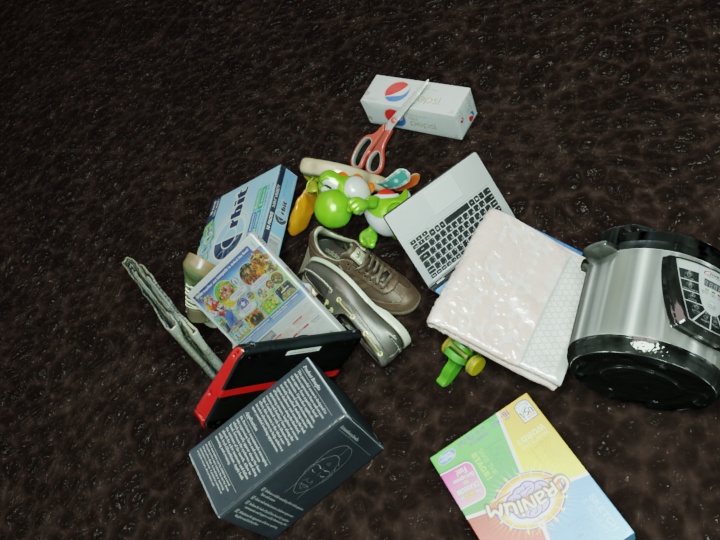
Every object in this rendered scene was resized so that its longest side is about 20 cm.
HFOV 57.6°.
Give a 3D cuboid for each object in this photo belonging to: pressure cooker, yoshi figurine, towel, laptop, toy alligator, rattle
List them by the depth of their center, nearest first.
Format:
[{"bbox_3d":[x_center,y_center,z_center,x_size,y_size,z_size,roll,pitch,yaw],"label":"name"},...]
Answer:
[{"bbox_3d":[0.348,0.046,0.783,0.178,0.176,0.200,8,62,30],"label":"pressure cooker"},{"bbox_3d":[0.214,0.033,0.873,0.191,0.032,0.200,28,65,11],"label":"towel"},{"bbox_3d":[0.174,0.080,0.912,0.200,0.054,0.059,-44,53,-8],"label":"toy alligator"},{"bbox_3d":[0.174,-0.050,0.934,0.187,0.200,0.116,-36,10,-19],"label":"laptop"},{"bbox_3d":[-0.277,0.082,1.017,0.035,0.200,0.193,-38,51,-11],"label":"towel"},{"bbox_3d":[0.010,-0.081,1.020,0.200,0.112,0.113,28,113,8],"label":"yoshi figurine"},{"bbox_3d":[-0.013,-0.116,1.114,0.199,0.130,0.143,15,75,2],"label":"rattle"}]

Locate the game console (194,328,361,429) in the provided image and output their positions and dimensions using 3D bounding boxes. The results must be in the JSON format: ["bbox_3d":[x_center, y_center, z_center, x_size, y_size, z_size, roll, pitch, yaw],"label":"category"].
[{"bbox_3d":[-0.111,0.143,0.882,0.031,0.200,0.177,55,130,30],"label":"game console"}]

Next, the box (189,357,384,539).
[{"bbox_3d":[-0.094,0.238,0.868,0.200,0.149,0.107,-38,53,-3],"label":"box"}]

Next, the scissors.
[{"bbox_3d":[0.047,-0.259,1.156,0.073,0.014,0.200,39,109,32],"label":"scissors"}]

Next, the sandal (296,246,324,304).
[{"bbox_3d":[-0.074,0.019,1.060,0.082,0.055,0.200,-3,58,22],"label":"sandal"}]

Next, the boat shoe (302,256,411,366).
[{"bbox_3d":[-0.018,0.058,0.972,0.201,0.072,0.061,40,70,18],"label":"boat shoe"}]

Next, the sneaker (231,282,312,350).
[{"bbox_3d":[-0.140,0.094,1.000,0.199,0.079,0.130,-19,65,43],"label":"sneaker"}]

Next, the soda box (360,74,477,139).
[{"bbox_3d":[0.103,-0.296,1.179,0.200,0.064,0.068,18,68,32],"label":"soda box"}]

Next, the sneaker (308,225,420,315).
[{"bbox_3d":[0.000,0.000,1.000,0.200,0.076,0.071,28,69,17],"label":"sneaker"}]

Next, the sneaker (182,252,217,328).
[{"bbox_3d":[-0.244,0.043,1.040,0.067,0.200,0.090,24,78,9],"label":"sneaker"}]

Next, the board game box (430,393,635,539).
[{"bbox_3d":[0.200,0.271,0.787,0.153,0.040,0.200,-35,52,0],"label":"board game box"}]

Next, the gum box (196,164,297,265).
[{"bbox_3d":[-0.205,-0.074,1.140,0.200,0.045,0.170,-18,51,39],"label":"gum box"}]

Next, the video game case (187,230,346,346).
[{"bbox_3d":[-0.133,0.063,0.938,0.143,0.200,0.018,-40,6,20],"label":"video game case"}]
